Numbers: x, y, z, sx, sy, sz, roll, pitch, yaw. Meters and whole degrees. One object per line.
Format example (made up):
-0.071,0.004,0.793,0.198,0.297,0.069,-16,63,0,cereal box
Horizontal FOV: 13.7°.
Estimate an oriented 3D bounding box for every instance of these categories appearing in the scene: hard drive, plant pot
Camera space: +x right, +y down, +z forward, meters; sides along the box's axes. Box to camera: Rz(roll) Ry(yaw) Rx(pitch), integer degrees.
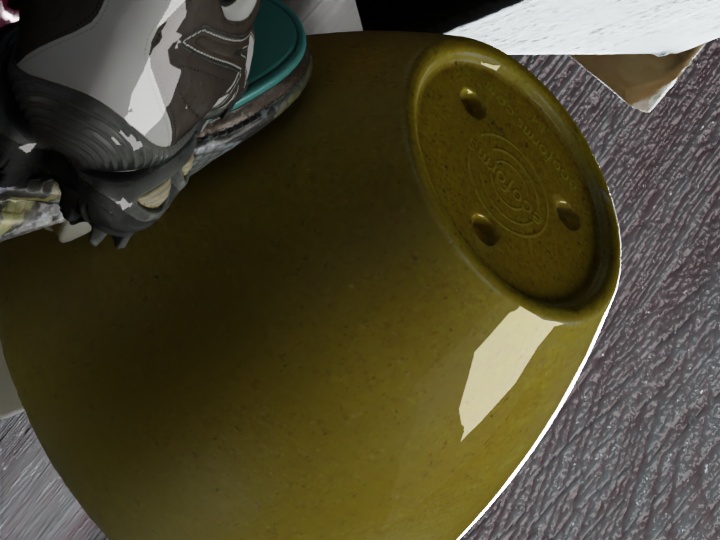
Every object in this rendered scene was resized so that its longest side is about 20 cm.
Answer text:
0.109,-0.110,1.051,0.139,0.033,0.200,-20,172,35,hard drive
0.000,0.000,0.978,0.142,0.200,0.200,-32,-172,35,plant pot

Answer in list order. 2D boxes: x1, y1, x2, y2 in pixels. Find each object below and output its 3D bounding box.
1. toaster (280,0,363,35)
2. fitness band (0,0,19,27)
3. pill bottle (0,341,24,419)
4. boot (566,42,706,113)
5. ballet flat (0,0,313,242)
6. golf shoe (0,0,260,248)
-0.010,-0.133,1.085,0.129,0.114,0.200,-50,153,7,toaster
-0.080,-0.144,0.915,0.144,0.037,0.200,-49,173,-31,fitness band
-0.107,-0.017,1.097,0.120,0.119,0.200,-54,175,23,pill bottle
0.044,-0.129,1.213,0.175,0.200,0.066,-55,178,31,boot
-0.109,-0.036,0.902,0.199,0.072,0.072,-17,158,-26,ballet flat
-0.053,-0.084,0.823,0.095,0.077,0.200,-62,-168,22,golf shoe
